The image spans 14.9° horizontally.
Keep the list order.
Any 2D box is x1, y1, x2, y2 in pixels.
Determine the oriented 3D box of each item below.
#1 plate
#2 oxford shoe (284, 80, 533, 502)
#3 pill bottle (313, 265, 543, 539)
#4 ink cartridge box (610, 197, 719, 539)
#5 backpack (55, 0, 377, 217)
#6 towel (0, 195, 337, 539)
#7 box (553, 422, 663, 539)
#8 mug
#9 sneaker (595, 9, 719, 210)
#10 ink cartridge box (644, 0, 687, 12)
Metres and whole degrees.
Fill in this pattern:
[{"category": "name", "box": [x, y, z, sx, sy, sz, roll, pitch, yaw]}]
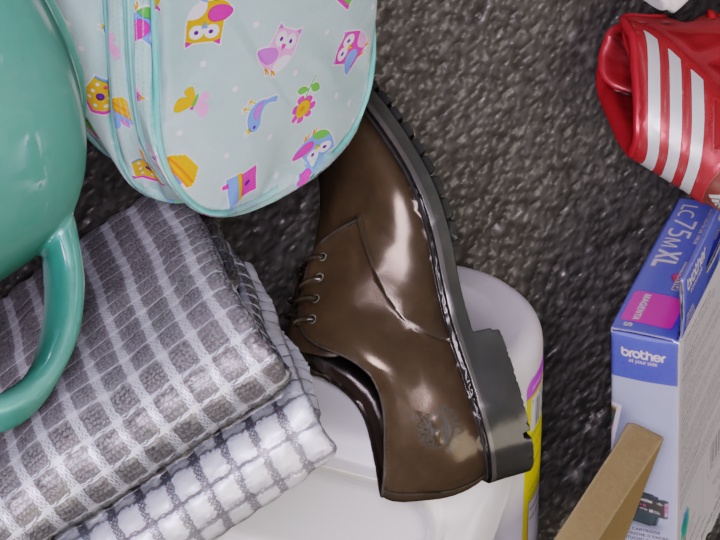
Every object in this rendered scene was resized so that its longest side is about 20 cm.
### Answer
[{"category": "plate", "box": [-0.047, 0.136, 1.196, 0.199, 0.032, 0.201, 14, 115, -2]}, {"category": "oxford shoe", "box": [0.000, 0.000, 1.138, 0.084, 0.201, 0.073, -18, 167, -10]}, {"category": "pill bottle", "box": [0.031, 0.105, 1.264, 0.104, 0.104, 0.201, -19, 127, -27]}, {"category": "ink cartridge box", "box": [0.153, 0.054, 1.330, 0.119, 0.042, 0.201, -56, 152, -50]}, {"category": "backpack", "box": [-0.067, -0.122, 1.033, 0.166, 0.126, 0.201, -22, 131, -29]}, {"category": "towel", "box": [-0.108, 0.050, 1.052, 0.165, 0.200, 0.086, -35, 114, 0]}, {"category": "box", "box": [0.071, 0.183, 1.249, 0.200, 0.021, 0.164, -50, 163, -40]}, {"category": "mug", "box": [-0.162, -0.048, 0.983, 0.114, 0.152, 0.186, -31, 118, -25]}, {"category": "sneaker", "box": [0.179, -0.114, 1.260, 0.200, 0.115, 0.079, -60, 174, -39]}, {"category": "ink cartridge box", "box": [0.153, -0.232, 1.157, 0.200, 0.084, 0.146, -43, 134, -8]}]
